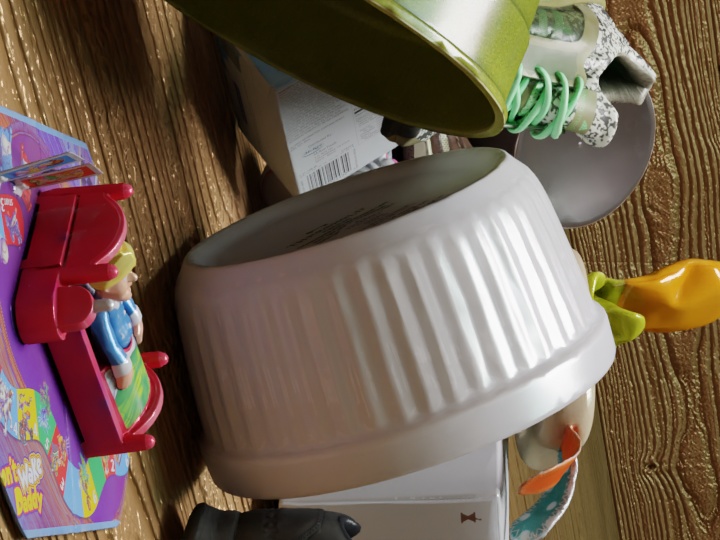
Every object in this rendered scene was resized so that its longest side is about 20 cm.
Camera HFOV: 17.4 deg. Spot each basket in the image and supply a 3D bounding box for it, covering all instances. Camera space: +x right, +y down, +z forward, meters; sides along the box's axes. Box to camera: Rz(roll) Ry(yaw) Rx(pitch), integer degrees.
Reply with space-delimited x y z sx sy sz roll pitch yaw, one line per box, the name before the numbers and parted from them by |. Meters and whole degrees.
basket | 0.092 -0.112 1.565 0.200 0.136 0.180 36 -37 51

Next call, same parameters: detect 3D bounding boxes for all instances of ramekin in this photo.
ramekin | 0.009 0.018 1.089 0.200 0.200 0.105 -61 134 -74

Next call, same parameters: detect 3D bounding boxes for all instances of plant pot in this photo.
plant pot | 0.014 -0.189 1.017 0.193 0.200 0.200 -63 163 -9

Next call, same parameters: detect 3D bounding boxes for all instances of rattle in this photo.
rattle | 0.146 0.071 1.282 0.200 0.143 0.130 -101 -149 -65

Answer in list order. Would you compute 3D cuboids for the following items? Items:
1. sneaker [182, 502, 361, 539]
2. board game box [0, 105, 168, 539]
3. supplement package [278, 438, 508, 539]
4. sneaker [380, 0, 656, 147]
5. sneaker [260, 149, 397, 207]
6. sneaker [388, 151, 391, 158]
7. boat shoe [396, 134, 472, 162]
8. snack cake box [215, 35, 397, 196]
sneaker | -0.024 0.194 1.062 0.076 0.091 0.200 -84 165 -61
board game box | -0.098 0.019 0.890 0.200 0.039 0.158 23 60 -79
supplement package | 0.023 0.096 1.299 0.200 0.117 0.117 -86 173 -50
sneaker | 0.087 -0.095 1.159 0.200 0.089 0.077 -30 154 -50
sneaker | 0.000 0.000 1.257 0.200 0.088 0.081 42 -33 38
sneaker | -0.016 -0.095 1.423 0.200 0.074 0.088 88 -11 -62
boat shoe | 0.066 -0.037 1.463 0.075 0.075 0.202 96 -13 -77
snack cake box | 0.027 -0.134 1.235 0.067 0.200 0.115 52 -13 28
